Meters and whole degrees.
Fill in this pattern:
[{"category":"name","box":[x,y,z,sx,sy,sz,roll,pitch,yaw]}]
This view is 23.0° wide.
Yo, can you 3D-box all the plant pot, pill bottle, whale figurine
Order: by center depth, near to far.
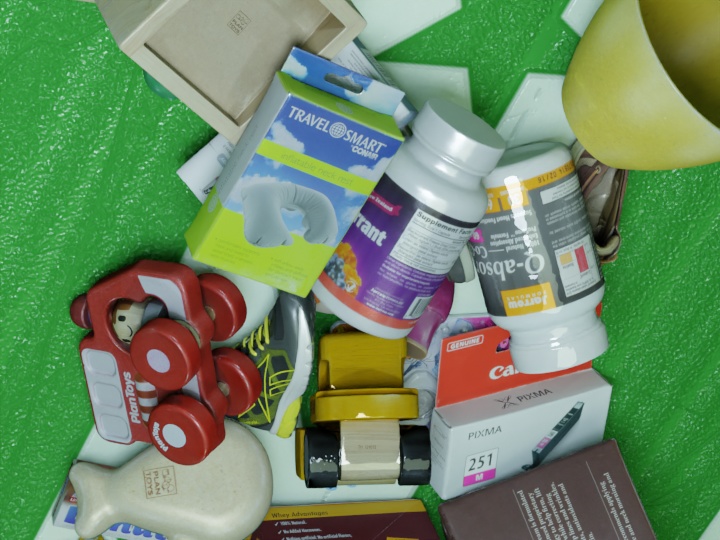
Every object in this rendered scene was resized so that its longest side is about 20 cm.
[{"category":"pill bottle","box":[0.045,-0.049,1.578,0.111,0.112,0.201,22,112,-26]},{"category":"plant pot","box":[0.268,-0.170,1.613,0.199,0.201,0.142,29,138,-28]},{"category":"pill bottle","box":[0.166,-0.012,1.671,0.116,0.116,0.201,-17,100,-5]},{"category":"whale figurine","box":[-0.186,0.219,1.758,0.199,0.160,0.104,-9,163,-5]}]

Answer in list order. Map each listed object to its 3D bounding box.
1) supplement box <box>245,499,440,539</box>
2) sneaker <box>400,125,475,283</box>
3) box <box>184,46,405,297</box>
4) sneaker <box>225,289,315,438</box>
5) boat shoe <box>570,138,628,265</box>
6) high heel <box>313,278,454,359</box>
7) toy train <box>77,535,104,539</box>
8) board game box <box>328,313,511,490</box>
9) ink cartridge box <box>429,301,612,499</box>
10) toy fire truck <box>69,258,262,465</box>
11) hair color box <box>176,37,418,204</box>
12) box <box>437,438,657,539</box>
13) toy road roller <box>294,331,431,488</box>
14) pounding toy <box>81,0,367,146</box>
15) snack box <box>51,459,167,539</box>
[{"category":"supplement box","box":[-0.009,0.354,1.822,0.196,0.200,0.133,0,124,-21]},{"category":"sneaker","box":[0.029,-0.057,1.677,0.106,0.075,0.201,-27,115,8]},{"category":"box","box":[-0.052,-0.081,1.522,0.121,0.048,0.201,19,116,-28]},{"category":"sneaker","box":[-0.091,0.090,1.708,0.084,0.075,0.201,7,132,-6]},{"category":"boat shoe","box":[0.218,-0.035,1.732,0.072,0.072,0.201,7,118,-23]},{"category":"high heel","box":[0.000,0.000,1.721,0.199,0.096,0.067,28,151,-8]},{"category":"toy train","box":[-0.241,0.350,1.856,0.199,0.056,0.151,14,116,-23]},{"category":"board game box","box":[0.061,0.138,1.826,0.199,0.026,0.201,-2,121,-14]},{"category":"ink cartridge box","box":[0.167,0.133,1.813,0.199,0.044,0.175,-12,126,-25]},{"category":"toy fire truck","box":[-0.196,0.083,1.657,0.167,0.112,0.201,6,121,26]},{"category":"hair color box","box":[-0.056,-0.115,1.592,0.200,0.061,0.099,-40,86,10]},{"category":"box","box":[0.203,0.299,1.846,0.199,0.167,0.164,-20,161,-2]},{"category":"toy road roller","box":[0.002,0.135,1.713,0.122,0.200,0.147,-1,84,-6]},{"category":"pounding toy","box":[-0.142,-0.226,1.498,0.200,0.142,0.184,-42,132,10]},{"category":"snack box","box":[-0.211,0.246,1.818,0.199,0.024,0.072,15,116,-23]}]
